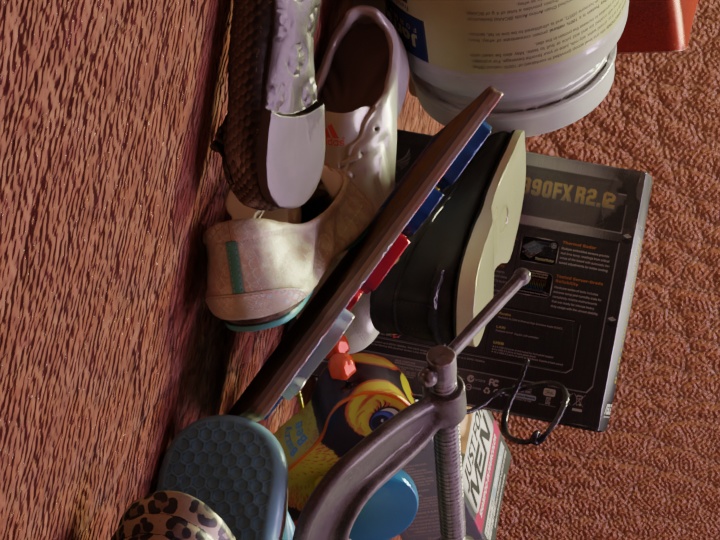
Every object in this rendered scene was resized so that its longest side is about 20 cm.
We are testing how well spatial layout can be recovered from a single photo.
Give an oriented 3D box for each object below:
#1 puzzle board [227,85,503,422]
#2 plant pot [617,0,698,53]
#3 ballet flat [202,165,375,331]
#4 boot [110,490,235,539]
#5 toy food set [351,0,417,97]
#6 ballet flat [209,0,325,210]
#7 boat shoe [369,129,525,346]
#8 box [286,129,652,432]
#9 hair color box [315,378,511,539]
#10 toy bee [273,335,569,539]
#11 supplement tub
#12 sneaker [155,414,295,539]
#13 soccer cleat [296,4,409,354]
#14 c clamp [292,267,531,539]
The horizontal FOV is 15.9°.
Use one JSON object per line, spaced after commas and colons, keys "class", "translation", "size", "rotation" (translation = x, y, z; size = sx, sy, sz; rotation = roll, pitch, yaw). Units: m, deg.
{"class": "puzzle board", "translation": [0.000, 0.000, 1.315], "size": [0.200, 0.017, 0.151], "rotation": [-53, -177, -11]}
{"class": "plant pot", "translation": [0.149, -0.271, 1.939], "size": [0.200, 0.199, 0.177], "rotation": [-61, 149, -69]}
{"class": "ballet flat", "translation": [-0.034, -0.028, 1.281], "size": [0.200, 0.067, 0.062], "rotation": [-64, 142, -72]}
{"class": "boot", "translation": [-0.092, 0.204, 1.080], "size": [0.204, 0.073, 0.154], "rotation": [88, 19, -50]}
{"class": "toy food set", "translation": [0.036, -0.201, 1.660], "size": [0.200, 0.060, 0.144], "rotation": [34, 69, -75]}
{"class": "ballet flat", "translation": [-0.039, -0.127, 1.176], "size": [0.067, 0.046, 0.200], "rotation": [-7, 104, -50]}
{"class": "boat shoe", "translation": [0.054, -0.025, 1.438], "size": [0.201, 0.063, 0.074], "rotation": [-62, 155, -57]}
{"class": "box", "translation": [0.063, 0.002, 1.551], "size": [0.048, 0.200, 0.159], "rotation": [22, 78, -80]}
{"class": "hair color box", "translation": [0.038, 0.098, 1.752], "size": [0.099, 0.061, 0.200], "rotation": [-76, 148, -45]}
{"class": "toy bee", "translation": [-0.009, 0.083, 1.370], "size": [0.200, 0.131, 0.109], "rotation": [-44, 125, -8]}
{"class": "supplement tub", "translation": [0.081, -0.191, 1.495], "size": [0.145, 0.145, 0.200], "rotation": [-72, 159, -46]}
{"class": "sneaker", "translation": [-0.070, 0.182, 1.246], "size": [0.131, 0.079, 0.200], "rotation": [79, 24, -69]}
{"class": "soccer cleat", "translation": [-0.009, -0.053, 1.456], "size": [0.078, 0.069, 0.200], "rotation": [67, 27, -69]}
{"class": "c clamp", "translation": [0.030, 0.118, 1.284], "size": [0.171, 0.027, 0.200], "rotation": [-37, 145, -32]}
